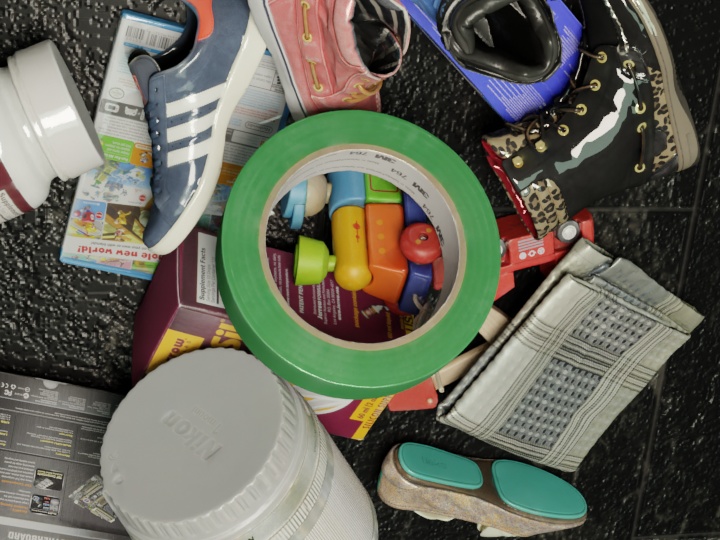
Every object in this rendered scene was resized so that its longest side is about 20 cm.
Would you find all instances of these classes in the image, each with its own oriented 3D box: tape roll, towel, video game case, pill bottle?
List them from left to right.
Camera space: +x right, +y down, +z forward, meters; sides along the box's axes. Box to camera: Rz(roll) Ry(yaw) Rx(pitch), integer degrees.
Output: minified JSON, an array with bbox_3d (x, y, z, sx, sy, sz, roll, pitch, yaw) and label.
[{"bbox_3d":[-0.290,-0.079,1.009,0.199,0.114,0.115,-24,117,-3],"label":"pill bottle"},{"bbox_3d":[-0.139,-0.086,1.101,0.142,0.018,0.201,12,109,-20],"label":"video game case"},{"bbox_3d":[-0.002,-0.011,1.013,0.199,0.048,0.202,3,75,-11],"label":"tape roll"},{"bbox_3d":[0.186,0.081,1.220,0.192,0.035,0.200,26,107,-41],"label":"towel"}]

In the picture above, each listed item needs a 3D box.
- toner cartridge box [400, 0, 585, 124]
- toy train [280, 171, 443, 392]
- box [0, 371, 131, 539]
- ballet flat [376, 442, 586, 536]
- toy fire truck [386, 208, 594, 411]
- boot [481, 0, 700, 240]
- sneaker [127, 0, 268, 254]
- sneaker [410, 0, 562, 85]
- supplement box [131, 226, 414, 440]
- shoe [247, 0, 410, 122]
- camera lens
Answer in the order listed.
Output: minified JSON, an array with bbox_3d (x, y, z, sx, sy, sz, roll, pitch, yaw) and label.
[{"bbox_3d":[0.098,-0.197,1.100,0.095,0.043,0.200,-42,116,7],"label":"toner cartridge box"},{"bbox_3d":[0.000,0.000,1.081,0.115,0.201,0.085,3,143,-9],"label":"toy train"},{"bbox_3d":[-0.256,0.165,1.110,0.199,0.048,0.160,13,65,-20],"label":"box"},{"bbox_3d":[0.104,0.201,1.274,0.199,0.068,0.067,19,127,-16],"label":"ballet flat"},{"bbox_3d":[0.103,0.029,1.198,0.199,0.049,0.142,-14,117,-11],"label":"toy fire truck"},{"bbox_3d":[0.161,-0.129,1.085,0.150,0.073,0.201,-30,122,-1],"label":"boot"},{"bbox_3d":[-0.138,-0.113,1.040,0.084,0.075,0.201,17,97,-23],"label":"sneaker"},{"bbox_3d":[0.062,-0.203,0.975,0.077,0.111,0.200,-44,104,11],"label":"sneaker"},{"bbox_3d":[-0.068,0.051,1.121,0.199,0.086,0.111,14,133,-21],"label":"supplement box"},{"bbox_3d":[-0.007,-0.144,1.031,0.072,0.091,0.200,-55,146,-20],"label":"shoe"},{"bbox_3d":[-0.085,0.172,1.068,0.159,0.160,0.200,-29,137,-1],"label":"camera lens"}]
